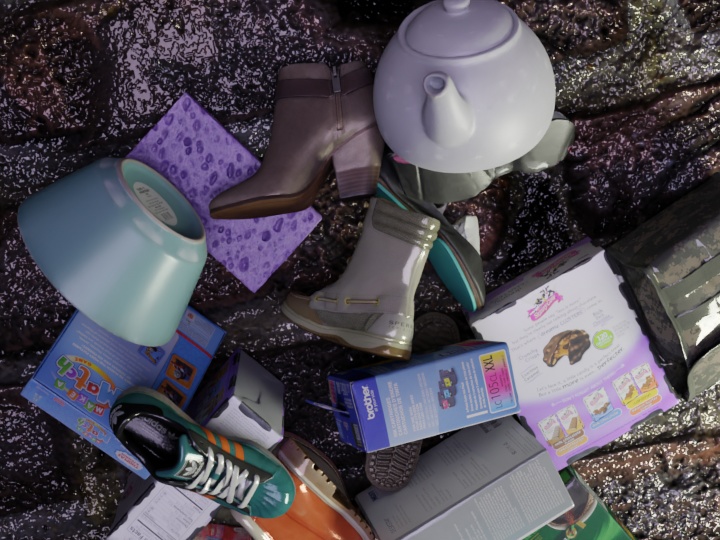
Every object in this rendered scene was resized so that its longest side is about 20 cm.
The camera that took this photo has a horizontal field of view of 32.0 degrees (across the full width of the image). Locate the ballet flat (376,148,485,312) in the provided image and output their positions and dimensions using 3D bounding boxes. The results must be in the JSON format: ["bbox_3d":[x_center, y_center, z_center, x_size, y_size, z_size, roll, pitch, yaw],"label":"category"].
[{"bbox_3d":[0.084,-0.051,1.339,0.068,0.068,0.201,-42,99,-16],"label":"ballet flat"}]

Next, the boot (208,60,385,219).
[{"bbox_3d":[-0.067,-0.138,1.300,0.197,0.070,0.149,-8,83,-5],"label":"boot"}]

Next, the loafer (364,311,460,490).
[{"bbox_3d":[0.049,0.140,1.386,0.075,0.068,0.202,24,85,-11],"label":"loafer"}]

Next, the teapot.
[{"bbox_3d":[0.099,-0.204,1.223,0.196,0.200,0.148,-26,131,-20],"label":"teapot"}]

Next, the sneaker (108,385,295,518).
[{"bbox_3d":[-0.151,0.184,1.182,0.198,0.080,0.072,30,99,-8],"label":"sneaker"}]

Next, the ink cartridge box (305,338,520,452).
[{"bbox_3d":[0.047,0.129,1.280,0.197,0.136,0.077,-15,91,-12],"label":"ink cartridge box"}]

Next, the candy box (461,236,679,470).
[{"bbox_3d":[0.230,0.093,1.385,0.166,0.072,0.202,-28,104,3],"label":"candy box"}]

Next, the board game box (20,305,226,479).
[{"bbox_3d":[-0.238,0.093,1.289,0.151,0.201,0.037,37,129,-12],"label":"board game box"}]

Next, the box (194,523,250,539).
[{"bbox_3d":[-0.175,0.355,1.348,0.101,0.200,0.096,9,102,-7],"label":"box"}]

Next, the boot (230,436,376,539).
[{"bbox_3d":[-0.057,0.267,1.310,0.107,0.075,0.200,-45,129,-8],"label":"boot"}]

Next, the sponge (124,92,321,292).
[{"bbox_3d":[-0.149,-0.082,1.335,0.200,0.030,0.112,42,96,-11],"label":"sponge"}]

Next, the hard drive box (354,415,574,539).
[{"bbox_3d":[0.107,0.249,1.356,0.198,0.156,0.077,-30,105,-5],"label":"hard drive box"}]

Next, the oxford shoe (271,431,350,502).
[{"bbox_3d":[-0.044,0.266,1.402,0.070,0.074,0.201,-37,102,7],"label":"oxford shoe"}]

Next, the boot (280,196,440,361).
[{"bbox_3d":[0.000,0.000,1.304,0.071,0.199,0.157,14,90,-37],"label":"boot"}]

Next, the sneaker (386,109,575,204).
[{"bbox_3d":[0.119,-0.134,1.317,0.197,0.087,0.081,-12,130,-12],"label":"sneaker"}]

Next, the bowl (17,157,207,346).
[{"bbox_3d":[-0.228,-0.034,1.247,0.105,0.201,0.201,-43,103,14],"label":"bowl"}]

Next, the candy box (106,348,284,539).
[{"bbox_3d":[-0.169,0.198,1.321,0.071,0.168,0.200,40,98,-10],"label":"candy box"}]

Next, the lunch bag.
[{"bbox_3d":[0.384,0.027,1.355,0.163,0.118,0.201,-32,111,-6],"label":"lunch bag"}]

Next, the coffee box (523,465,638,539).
[{"bbox_3d":[0.264,0.338,1.458,0.123,0.044,0.200,-40,103,5],"label":"coffee box"}]
